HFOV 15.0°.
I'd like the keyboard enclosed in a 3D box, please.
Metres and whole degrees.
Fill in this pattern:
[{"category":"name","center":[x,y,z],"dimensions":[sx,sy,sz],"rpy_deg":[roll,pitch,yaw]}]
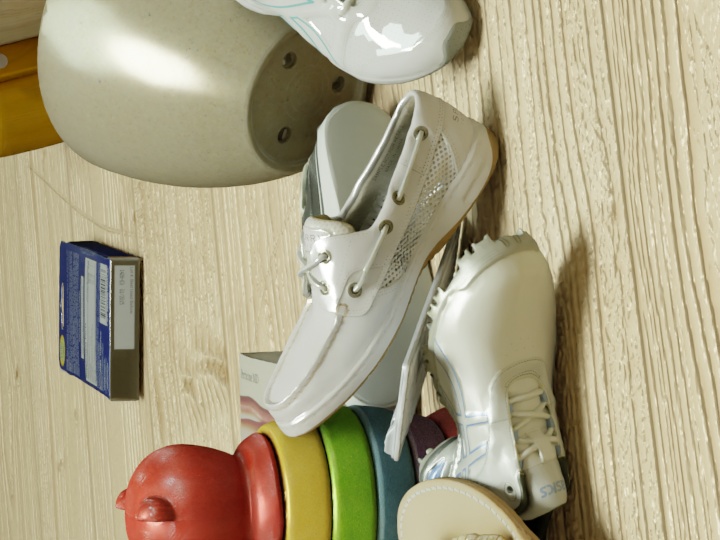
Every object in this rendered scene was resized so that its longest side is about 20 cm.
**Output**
[{"category":"keyboard","center":[0.036,0.033,1.461],"dimensions":[0.200,0.011,0.056],"rpy_deg":[-68,-8,-65]}]

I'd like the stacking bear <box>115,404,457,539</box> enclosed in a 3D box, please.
[{"category":"stacking bear","center":[-0.033,0.133,1.508],"dimensions":[0.121,0.199,0.114],"rpy_deg":[-155,64,-70]}]

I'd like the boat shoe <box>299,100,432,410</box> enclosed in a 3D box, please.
[{"category":"boat shoe","center":[0.000,0.000,1.613],"dimensions":[0.064,0.070,0.201],"rpy_deg":[128,145,-55]}]

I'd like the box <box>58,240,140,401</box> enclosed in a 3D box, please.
[{"category":"box","center":[-0.228,0.039,2.369],"dimensions":[0.200,0.032,0.122],"rpy_deg":[-163,73,-70]}]

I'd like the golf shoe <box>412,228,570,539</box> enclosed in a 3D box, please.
[{"category":"golf shoe","center":[0.082,0.078,1.393],"dimensions":[0.097,0.078,0.201],"rpy_deg":[40,137,44]}]

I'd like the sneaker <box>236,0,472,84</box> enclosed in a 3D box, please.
[{"category":"sneaker","center":[-0.025,-0.165,1.546],"dimensions":[0.200,0.080,0.071],"rpy_deg":[27,81,35]}]

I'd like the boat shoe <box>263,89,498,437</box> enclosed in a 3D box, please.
[{"category":"boat shoe","center":[-0.005,-0.007,1.476],"dimensions":[0.200,0.069,0.071],"rpy_deg":[-60,26,-8]}]

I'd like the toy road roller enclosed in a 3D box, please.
[{"category":"toy road roller","center":[-0.304,-0.190,2.460],"dimensions":[0.146,0.123,0.200],"rpy_deg":[71,160,6]}]

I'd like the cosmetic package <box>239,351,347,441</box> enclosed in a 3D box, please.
[{"category":"cosmetic package","center":[-0.020,0.150,1.653],"dimensions":[0.103,0.087,0.201],"rpy_deg":[-177,86,-73]}]

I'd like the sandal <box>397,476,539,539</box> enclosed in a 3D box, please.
[{"category":"sandal","center":[0.059,0.164,1.337],"dimensions":[0.212,0.069,0.078],"rpy_deg":[28,126,48]}]

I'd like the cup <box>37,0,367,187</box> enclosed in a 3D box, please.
[{"category":"cup","center":[-0.079,-0.131,1.696],"dimensions":[0.143,0.200,0.201],"rpy_deg":[29,122,40]}]
